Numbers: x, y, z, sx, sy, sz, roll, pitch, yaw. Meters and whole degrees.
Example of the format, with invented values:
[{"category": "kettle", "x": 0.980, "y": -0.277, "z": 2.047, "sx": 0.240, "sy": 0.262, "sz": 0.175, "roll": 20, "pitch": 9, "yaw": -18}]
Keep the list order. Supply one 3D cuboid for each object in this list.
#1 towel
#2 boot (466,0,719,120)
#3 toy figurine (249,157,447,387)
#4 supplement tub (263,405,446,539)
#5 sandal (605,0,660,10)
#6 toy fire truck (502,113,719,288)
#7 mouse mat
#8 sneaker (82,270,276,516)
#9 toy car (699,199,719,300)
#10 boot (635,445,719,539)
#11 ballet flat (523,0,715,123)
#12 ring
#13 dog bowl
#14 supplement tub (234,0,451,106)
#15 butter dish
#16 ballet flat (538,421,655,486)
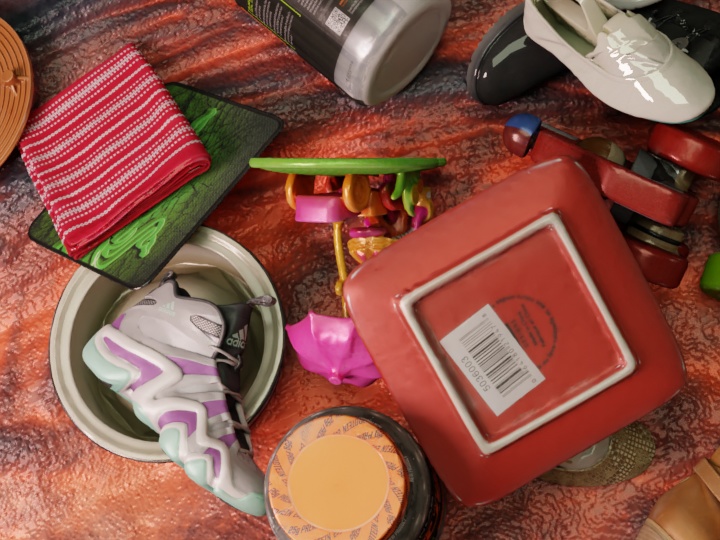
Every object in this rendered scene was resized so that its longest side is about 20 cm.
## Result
[{"category": "towel", "x": -0.222, "y": -0.109, "z": 1.152, "sx": 0.144, "sy": 0.023, "sz": 0.200, "roll": -35, "pitch": 48, "yaw": -2}, {"category": "boot", "x": 0.202, "y": -0.164, "z": 1.078, "sx": 0.165, "sy": 0.066, "sz": 0.200, "roll": -45, "pitch": 48, "yaw": -4}, {"category": "toy figurine", "x": 0.000, "y": 0.000, "z": 1.080, "sx": 0.150, "sy": 0.200, "sz": 0.185, "roll": 3, "pitch": 96, "yaw": 31}, {"category": "supplement tub", "x": -0.002, "y": 0.169, "z": 0.998, "sx": 0.122, "sy": 0.200, "sz": 0.123, "roll": -2, "pitch": 76, "yaw": 8}, {"category": "sandal", "x": 0.191, "y": -0.281, "z": 1.110, "sx": 0.079, "sy": 0.059, "sz": 0.207, "roll": -23, "pitch": 38, "yaw": -15}, {"category": "toy fire truck", "x": 0.192, "y": -0.074, "z": 1.037, "sx": 0.167, "sy": 0.200, "sz": 0.112, "roll": 24, "pitch": 102, "yaw": 10}, {"category": "mouse mat", "x": -0.175, "y": -0.078, "z": 1.133, "sx": 0.161, "sy": 0.008, "sz": 0.200, "roll": 22, "pitch": 65, "yaw": 36}, {"category": "sneaker", "x": -0.106, "y": 0.080, "z": 1.024, "sx": 0.200, "sy": 0.078, "sz": 0.140, "roll": 43, "pitch": 86, "yaw": 15}, {"category": "toy car", "x": 0.398, "y": -0.028, "z": 1.045, "sx": 0.199, "sy": 0.158, "sz": 0.165, "roll": 22, "pitch": 83, "yaw": -16}, {"category": "boot", "x": 0.311, "y": 0.233, "z": 1.009, "sx": 0.200, "sy": 0.077, "sz": 0.155, "roll": 38, "pitch": 80, "yaw": 23}, {"category": "ballet flat", "x": 0.184, "y": -0.176, "z": 1.005, "sx": 0.069, "sy": 0.069, "sz": 0.200, "roll": -41, "pitch": 46, "yaw": -3}, {"category": "ring", "x": -0.390, "y": -0.153, "z": 1.215, "sx": 0.200, "sy": 0.019, "sz": 0.201, "roll": -6, "pitch": 70, "yaw": 17}, {"category": "dog bowl", "x": -0.154, "y": 0.065, "z": 1.113, "sx": 0.199, "sy": 0.074, "sz": 0.201, "roll": -2, "pitch": 75, "yaw": 8}, {"category": "supplement tub", "x": -0.031, "y": -0.245, "z": 1.147, "sx": 0.200, "sy": 0.123, "sz": 0.123, "roll": 41, "pitch": 85, "yaw": 15}, {"category": "butter dish", "x": 0.108, "y": 0.039, "z": 0.998, "sx": 0.199, "sy": 0.148, "sz": 0.200, "roll": -30, "pitch": 97, "yaw": 0}, {"category": "ballet flat", "x": 0.134, "y": 0.129, "z": 1.057, "sx": 0.199, "sy": 0.065, "sz": 0.071, "roll": 7, "pitch": 80, "yaw": 10}]
